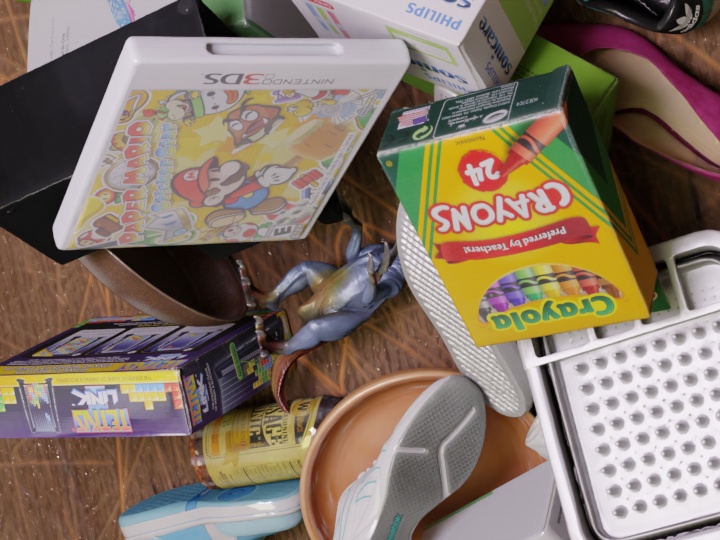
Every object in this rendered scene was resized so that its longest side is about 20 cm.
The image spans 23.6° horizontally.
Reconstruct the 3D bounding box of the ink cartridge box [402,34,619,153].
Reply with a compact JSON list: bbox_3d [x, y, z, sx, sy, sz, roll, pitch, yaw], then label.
[{"bbox_3d":[0.071,-0.113,1.194,0.199,0.076,0.148,30,158,17],"label":"ink cartridge box"}]

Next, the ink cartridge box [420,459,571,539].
[{"bbox_3d":[0.153,0.253,1.270,0.146,0.084,0.200,-33,111,33],"label":"ink cartridge box"}]

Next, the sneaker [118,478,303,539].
[{"bbox_3d":[-0.106,0.244,1.447,0.199,0.079,0.131,-14,97,40],"label":"sneaker"}]

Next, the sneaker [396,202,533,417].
[{"bbox_3d":[0.089,0.006,1.232,0.074,0.082,0.201,9,135,41],"label":"sneaker"}]

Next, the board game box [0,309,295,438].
[{"bbox_3d":[-0.178,0.082,1.380,0.199,0.165,0.057,-3,105,29],"label":"board game box"}]

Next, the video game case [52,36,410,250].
[{"bbox_3d":[-0.085,-0.077,1.088,0.200,0.181,0.023,-56,45,50],"label":"video game case"}]

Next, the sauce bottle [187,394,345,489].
[{"bbox_3d":[-0.040,0.132,1.381,0.199,0.066,0.066,-12,100,21],"label":"sauce bottle"}]

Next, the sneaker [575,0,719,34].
[{"bbox_3d":[0.150,-0.226,1.152,0.200,0.080,0.072,35,119,15],"label":"sneaker"}]

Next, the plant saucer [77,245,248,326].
[{"bbox_3d":[-0.173,-0.021,1.321,0.200,0.200,0.037,45,104,8],"label":"plant saucer"}]

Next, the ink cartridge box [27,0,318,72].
[{"bbox_3d":[-0.125,-0.162,1.268,0.199,0.145,0.088,-15,66,28],"label":"ink cartridge box"}]

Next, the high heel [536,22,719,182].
[{"bbox_3d":[0.184,-0.117,1.161,0.199,0.096,0.068,20,115,21],"label":"high heel"}]

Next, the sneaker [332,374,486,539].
[{"bbox_3d":[0.021,0.161,1.259,0.070,0.080,0.201,27,93,-27],"label":"sneaker"}]

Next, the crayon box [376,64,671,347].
[{"bbox_3d":[0.109,-0.024,1.101,0.126,0.051,0.200,-12,126,26],"label":"crayon box"}]

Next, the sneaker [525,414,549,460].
[{"bbox_3d":[0.199,0.085,1.221,0.115,0.074,0.200,35,121,-5],"label":"sneaker"}]

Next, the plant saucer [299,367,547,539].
[{"bbox_3d":[0.053,0.164,1.320,0.199,0.037,0.201,0,110,1],"label":"plant saucer"}]

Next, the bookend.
[{"bbox_3d":[-0.145,-0.072,1.197,0.198,0.200,0.093,-23,63,16],"label":"bookend"}]

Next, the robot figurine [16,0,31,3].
[{"bbox_3d":[-0.230,-0.262,1.322,0.199,0.116,0.176,10,123,25],"label":"robot figurine"}]

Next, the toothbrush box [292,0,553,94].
[{"bbox_3d":[0.063,-0.229,1.106,0.145,0.086,0.201,25,80,28],"label":"toothbrush box"}]

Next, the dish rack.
[{"bbox_3d":[0.206,0.088,1.163,0.171,0.043,0.201,-19,75,21],"label":"dish rack"}]

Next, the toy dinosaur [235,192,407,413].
[{"bbox_3d":[0.000,0.000,1.309,0.180,0.200,0.105,-16,59,-4],"label":"toy dinosaur"}]
